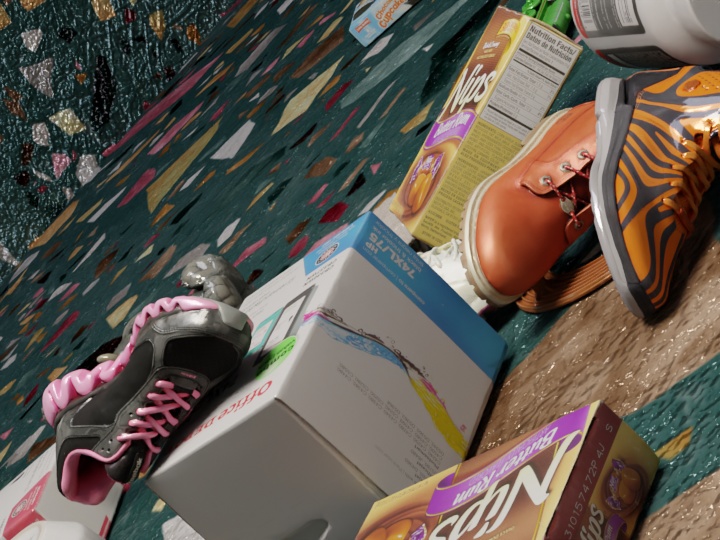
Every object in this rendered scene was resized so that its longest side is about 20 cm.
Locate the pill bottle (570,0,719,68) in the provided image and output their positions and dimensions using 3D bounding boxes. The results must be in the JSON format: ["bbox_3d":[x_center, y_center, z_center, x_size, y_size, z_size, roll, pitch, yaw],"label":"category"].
[{"bbox_3d":[0.249,-0.215,1.443,0.116,0.116,0.200,-47,15,-8],"label":"pill bottle"}]

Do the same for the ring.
[{"bbox_3d":[0.182,-0.048,1.366,0.200,0.019,0.201,-42,14,13],"label":"ring"}]

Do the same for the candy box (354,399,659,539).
[{"bbox_3d":[0.066,0.159,1.051,0.200,0.056,0.117,-32,19,45],"label":"candy box"}]

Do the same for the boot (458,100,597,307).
[{"bbox_3d":[0.144,-0.058,1.327,0.107,0.075,0.200,-19,28,49],"label":"boot"}]

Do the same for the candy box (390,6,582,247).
[{"bbox_3d":[0.101,-0.116,1.562,0.201,0.056,0.117,-60,13,6],"label":"candy box"}]

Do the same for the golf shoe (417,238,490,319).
[{"bbox_3d":[0.044,0.018,1.400,0.200,0.091,0.075,-46,12,13],"label":"golf shoe"}]

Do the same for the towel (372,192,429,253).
[{"bbox_3d":[0.000,0.000,1.700,0.132,0.034,0.200,-43,15,7],"label":"towel"}]

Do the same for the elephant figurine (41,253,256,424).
[{"bbox_3d":[-0.181,0.083,1.751,0.200,0.155,0.142,-33,39,12],"label":"elephant figurine"}]

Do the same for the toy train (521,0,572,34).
[{"bbox_3d":[0.173,-0.219,1.814,0.056,0.042,0.200,-25,23,29],"label":"toy train"}]

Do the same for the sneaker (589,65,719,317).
[{"bbox_3d":[0.211,-0.064,1.215,0.112,0.078,0.201,-12,50,21],"label":"sneaker"}]

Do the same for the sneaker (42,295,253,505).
[{"bbox_3d":[-0.138,0.091,1.224,0.200,0.079,0.096,-38,39,38],"label":"sneaker"}]

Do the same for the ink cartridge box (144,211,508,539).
[{"bbox_3d":[-0.019,0.096,1.267,0.147,0.146,0.200,-34,19,37],"label":"ink cartridge box"}]

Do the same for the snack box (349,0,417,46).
[{"bbox_3d":[0.071,-0.399,2.573,0.200,0.037,0.116,-40,15,20],"label":"snack box"}]

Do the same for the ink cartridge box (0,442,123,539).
[{"bbox_3d":[-0.330,0.270,1.769,0.200,0.085,0.146,-42,15,19],"label":"ink cartridge box"}]

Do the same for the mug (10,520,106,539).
[{"bbox_3d":[-0.205,0.268,1.299,0.187,0.153,0.149,-48,16,-9],"label":"mug"}]
